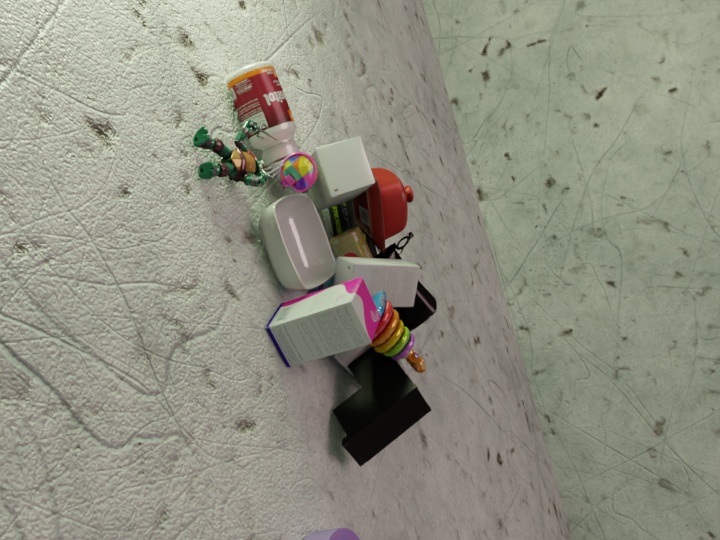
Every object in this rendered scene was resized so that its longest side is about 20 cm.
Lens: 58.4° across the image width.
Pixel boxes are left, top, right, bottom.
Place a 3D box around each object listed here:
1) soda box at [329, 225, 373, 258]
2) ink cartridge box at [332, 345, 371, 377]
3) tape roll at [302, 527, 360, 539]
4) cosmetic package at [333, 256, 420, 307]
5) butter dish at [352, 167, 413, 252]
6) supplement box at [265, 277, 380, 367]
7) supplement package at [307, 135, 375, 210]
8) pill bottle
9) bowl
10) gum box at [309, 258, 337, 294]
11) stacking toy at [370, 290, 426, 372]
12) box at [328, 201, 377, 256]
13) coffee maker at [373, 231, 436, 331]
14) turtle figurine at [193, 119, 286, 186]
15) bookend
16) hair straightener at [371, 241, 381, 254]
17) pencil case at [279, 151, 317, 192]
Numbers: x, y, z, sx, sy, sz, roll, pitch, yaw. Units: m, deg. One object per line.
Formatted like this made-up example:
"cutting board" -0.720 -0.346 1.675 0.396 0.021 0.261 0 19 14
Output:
"soda box" 0.000 0.000 1.581 0.203 0.067 0.064 67 23 -10
"ink cartridge box" -0.001 0.182 1.510 0.120 0.042 0.200 -50 135 -10
"tape roll" -0.047 0.580 1.172 0.200 0.065 0.203 46 35 -45
"cosmetic package" 0.037 0.028 1.492 0.197 0.071 0.104 3 102 -37
"butter dish" 0.066 -0.179 1.636 0.200 0.145 0.203 -132 -148 -58
"supplement box" -0.072 0.104 1.287 0.105 0.197 0.102 62 25 -19
"supplement package" -0.059 -0.225 1.538 0.200 0.115 0.119 165 -93 -74
"pill bottle" -0.208 -0.341 1.414 0.204 0.111 0.113 69 23 -8
"bowl" -0.145 -0.057 1.401 0.199 0.073 0.204 -32 104 -67
"gum box" -0.052 0.077 1.548 0.200 0.044 0.172 48 32 -42
"stacking toy" 0.074 0.153 1.396 0.200 0.109 0.117 43 26 -13
"box" -0.020 -0.115 1.757 0.192 0.047 0.204 17 59 -61
"coffee maker" 0.112 0.044 1.689 0.201 0.191 0.135 48 38 -13
"turtle figurine" -0.235 -0.219 1.284 0.198 0.100 0.152 -3 60 -51
"bookend" 0.020 0.287 1.438 0.093 0.199 0.199 56 -6 -37
"hair straightener" 0.029 -0.127 1.789 0.077 0.040 0.205 16 64 -65
"pencil case" -0.138 -0.210 1.407 0.200 0.087 0.090 -148 -144 -82
